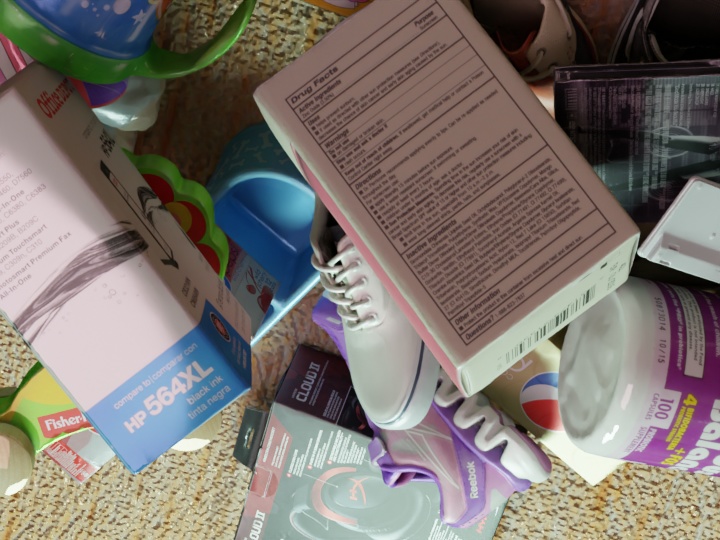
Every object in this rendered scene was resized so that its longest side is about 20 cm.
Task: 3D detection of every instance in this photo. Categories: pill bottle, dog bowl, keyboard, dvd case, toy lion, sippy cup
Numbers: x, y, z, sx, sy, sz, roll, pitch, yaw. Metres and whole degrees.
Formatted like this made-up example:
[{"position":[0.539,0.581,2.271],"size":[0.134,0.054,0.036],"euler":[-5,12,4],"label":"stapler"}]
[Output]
[{"position":[0.233,0.074,1.059],"size":[0.198,0.113,0.113],"euler":[11,127,-15],"label":"pill bottle"},{"position":[-0.079,-0.013,1.155],"size":[0.111,0.050,0.200],"euler":[40,124,-10],"label":"dog bowl"},{"position":[0.244,-0.011,1.009],"size":[0.199,0.011,0.057],"euler":[15,113,-40],"label":"keyboard"},{"position":[0.214,-0.075,0.993],"size":[0.197,0.016,0.149],"euler":[-1,148,8],"label":"dvd case"},{"position":[-0.173,0.024,1.040],"size":[0.198,0.069,0.194],"euler":[-14,111,6],"label":"toy lion"},{"position":[-0.141,-0.197,0.941],"size":[0.177,0.140,0.130],"euler":[13,130,-49],"label":"sippy cup"}]

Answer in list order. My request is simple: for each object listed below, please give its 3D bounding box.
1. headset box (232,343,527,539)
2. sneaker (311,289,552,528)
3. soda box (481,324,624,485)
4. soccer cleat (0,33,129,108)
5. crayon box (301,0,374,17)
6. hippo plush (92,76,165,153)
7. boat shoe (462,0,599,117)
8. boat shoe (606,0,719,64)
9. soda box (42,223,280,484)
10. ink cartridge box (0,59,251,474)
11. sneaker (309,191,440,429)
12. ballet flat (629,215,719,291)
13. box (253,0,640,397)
[{"position":[0.003,0.153,1.222],"size":[0.198,0.075,0.150],"euler":[19,125,4],"label":"headset box"},{"position":[0.030,0.094,1.128],"size":[0.200,0.080,0.089],"euler":[43,94,22],"label":"sneaker"},{"position":[0.110,0.048,1.129],"size":[0.200,0.064,0.068],"euler":[40,124,-12],"label":"soda box"},{"position":[-0.221,-0.165,0.989],"size":[0.199,0.067,0.077],"euler":[34,144,5],"label":"soccer cleat"},{"position":[-0.055,-0.235,0.997],"size":[0.198,0.058,0.120],"euler":[21,126,3],"label":"crayon box"},{"position":[-0.222,-0.113,1.064],"size":[0.158,0.161,0.201],"euler":[-15,117,25],"label":"hippo plush"},{"position":[0.093,-0.149,1.007],"size":[0.070,0.063,0.202],"euler":[-10,120,20],"label":"boat shoe"},{"position":[0.182,-0.134,0.984],"size":[0.071,0.071,0.202],"euler":[12,127,7],"label":"boat shoe"},{"position":[-0.145,0.058,1.147],"size":[0.063,0.070,0.200],"euler":[42,123,-14],"label":"soda box"},{"position":[-0.149,-0.010,0.927],"size":[0.084,0.146,0.201],"euler":[-35,104,5],"label":"ink cartridge box"},{"position":[0.000,0.000,1.065],"size":[0.073,0.070,0.203],"euler":[-17,76,42],"label":"sneaker"},{"position":[0.190,-0.011,1.077],"size":[0.197,0.047,0.068],"euler":[6,123,13],"label":"ballet flat"},{"position":[0.050,-0.049,0.974],"size":[0.127,0.109,0.201],"euler":[-36,76,-2],"label":"box"}]
